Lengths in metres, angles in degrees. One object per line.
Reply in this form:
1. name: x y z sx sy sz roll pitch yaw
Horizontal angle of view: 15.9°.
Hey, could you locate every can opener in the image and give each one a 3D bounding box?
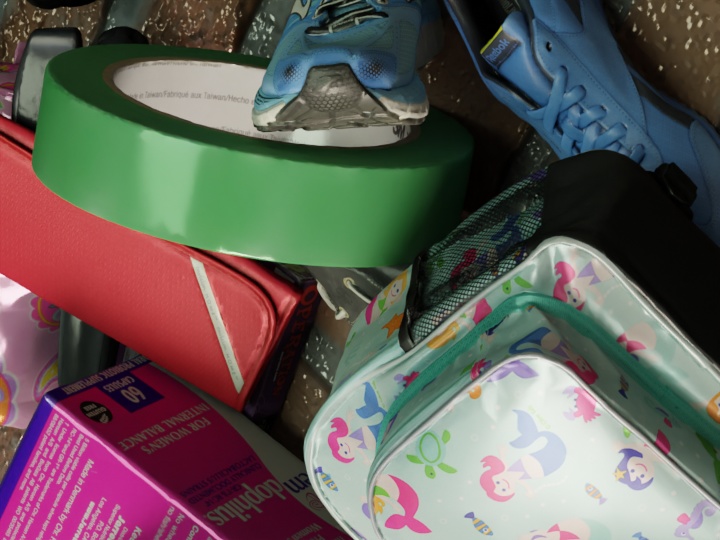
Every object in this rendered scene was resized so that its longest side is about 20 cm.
1. can opener: -0.135 -0.029 1.325 0.078 0.063 0.201 8 111 14

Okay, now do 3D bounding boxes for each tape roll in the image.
1. tape roll: -0.049 -0.056 1.181 0.200 0.200 0.048 24 111 37

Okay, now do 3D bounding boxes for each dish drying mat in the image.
1. dish drying mat: -0.130 -0.008 1.286 0.200 0.018 0.077 30 115 4

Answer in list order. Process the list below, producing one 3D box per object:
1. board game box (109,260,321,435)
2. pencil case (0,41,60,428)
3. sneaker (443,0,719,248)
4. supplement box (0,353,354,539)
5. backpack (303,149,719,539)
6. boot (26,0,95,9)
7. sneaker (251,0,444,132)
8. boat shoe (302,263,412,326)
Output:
1. board game box: -0.095 0.060 1.352 0.120 0.032 0.201 35 116 28
2. pencil case: -0.184 -0.017 1.385 0.087 0.087 0.201 26 112 36
3. sneaker: 0.095 -0.072 1.136 0.066 0.078 0.200 -46 68 33
4. supplement box: -0.074 0.143 1.270 0.200 0.101 0.104 38 117 17
5. backpack: 0.078 0.070 1.097 0.177 0.151 0.200 43 131 -17
6. boot: -0.087 -0.184 1.278 0.158 0.079 0.211 46 122 27
7. sneaker: -0.008 -0.119 1.138 0.078 0.200 0.090 -3 112 6
8. boat shoe: 0.000 0.000 1.231 0.200 0.072 0.068 23 110 34
